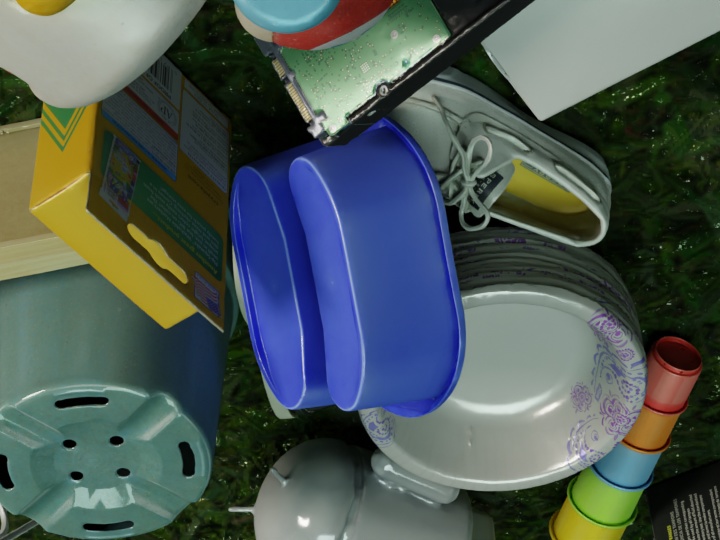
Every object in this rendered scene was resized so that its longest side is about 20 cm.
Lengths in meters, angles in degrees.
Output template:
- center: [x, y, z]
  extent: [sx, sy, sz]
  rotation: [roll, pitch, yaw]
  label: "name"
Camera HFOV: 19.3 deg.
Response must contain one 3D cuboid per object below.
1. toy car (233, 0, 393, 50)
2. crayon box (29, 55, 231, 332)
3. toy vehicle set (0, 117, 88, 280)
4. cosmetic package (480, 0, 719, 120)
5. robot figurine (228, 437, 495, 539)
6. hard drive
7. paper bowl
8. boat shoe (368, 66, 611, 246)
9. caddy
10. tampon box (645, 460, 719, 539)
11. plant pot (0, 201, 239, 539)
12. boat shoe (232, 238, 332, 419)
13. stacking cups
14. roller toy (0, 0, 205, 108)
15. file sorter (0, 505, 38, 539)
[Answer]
- center: [0.040, -0.196, 1.142]
  extent: [0.200, 0.184, 0.177]
  rotation: [11, 100, -1]
  label: "toy car"
- center: [-0.138, -0.056, 1.297]
  extent: [0.052, 0.200, 0.126]
  rotation: [-30, 127, 23]
  label: "crayon box"
- center: [-0.258, -0.039, 1.357]
  extent: [0.200, 0.124, 0.027]
  rotation: [-10, 132, 7]
  label: "toy vehicle set"
- center: [0.163, -0.189, 1.274]
  extent: [0.200, 0.081, 0.113]
  rotation: [-24, 129, 19]
  label: "cosmetic package"
- center: [0.005, 0.194, 1.592]
  extent: [0.200, 0.113, 0.170]
  rotation: [21, 127, -21]
  label: "robot figurine"
- center: [0.022, -0.183, 1.242]
  extent: [0.200, 0.140, 0.038]
  rotation: [-37, 166, 25]
  label: "hard drive"
- center: [0.094, 0.052, 1.473]
  extent: [0.200, 0.104, 0.201]
  rotation: [-2, 133, -2]
  label: "paper bowl"
- center: [0.076, -0.065, 1.376]
  extent: [0.202, 0.086, 0.075]
  rotation: [26, 125, -21]
  label: "boat shoe"
- center: [0.000, 0.000, 1.344]
  extent: [0.105, 0.200, 0.141]
  rotation: [-14, -174, -35]
  label: "caddy"
- center: [0.344, 0.222, 1.627]
  extent: [0.200, 0.126, 0.150]
  rotation: [-24, 129, 18]
  label: "tampon box"
- center: [-0.170, 0.058, 1.404]
  extent: [0.200, 0.196, 0.200]
  rotation: [-2, 133, -2]
  label: "plant pot"
- center: [-0.041, 0.026, 1.454]
  extent: [0.066, 0.075, 0.200]
  rotation: [-2, 129, 12]
  label: "boat shoe"
- center: [0.198, 0.134, 1.585]
  extent: [0.060, 0.061, 0.200]
  rotation: [9, 130, -11]
  label: "stacking cups"
- center: [-0.167, -0.195, 1.177]
  extent: [0.140, 0.200, 0.182]
  rotation: [35, 143, -28]
  label: "roller toy"
- center: [-0.338, 0.166, 1.502]
  extent: [0.200, 0.139, 0.125]
  rotation: [-26, 91, 19]
  label: "file sorter"
